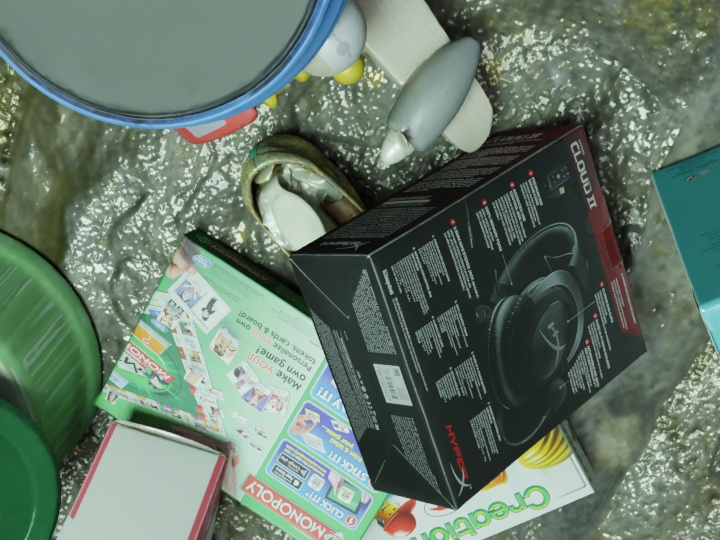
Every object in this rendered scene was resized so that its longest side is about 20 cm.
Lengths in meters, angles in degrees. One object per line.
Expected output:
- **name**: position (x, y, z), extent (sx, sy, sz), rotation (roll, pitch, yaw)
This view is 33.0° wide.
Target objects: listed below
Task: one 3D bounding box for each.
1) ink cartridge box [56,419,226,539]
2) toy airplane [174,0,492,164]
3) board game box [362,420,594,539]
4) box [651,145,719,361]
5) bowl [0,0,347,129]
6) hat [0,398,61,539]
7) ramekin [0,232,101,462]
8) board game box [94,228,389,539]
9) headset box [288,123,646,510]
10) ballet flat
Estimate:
- **ink cartridge box**: position (-0.153, 0.220, 0.790), extent (0.082, 0.148, 0.201), rotation (16, 136, 1)
- **toy airplane**: position (-0.012, -0.152, 0.653), extent (0.197, 0.142, 0.202), rotation (2, 121, -8)
- **board game box**: position (0.042, 0.130, 0.823), extent (0.198, 0.035, 0.127), rotation (-27, 107, 16)
- **box**: position (0.206, 0.004, 0.664), extent (0.049, 0.200, 0.083), rotation (-22, 109, 15)
- **bowl**: position (-0.098, -0.161, 0.559), extent (0.197, 0.039, 0.203), rotation (2, 114, 5)
- **hat**: position (-0.309, 0.120, 0.759), extent (0.198, 0.176, 0.168), rotation (-10, 114, -30)
- **ramekin**: position (-0.280, 0.078, 0.801), extent (0.197, 0.098, 0.203), rotation (2, 112, 5)
- **board game box**: position (-0.060, 0.084, 0.791), extent (0.199, 0.029, 0.136), rotation (33, 107, 4)
- **headset box**: position (0.074, 0.016, 0.698), extent (0.077, 0.199, 0.151), rotation (1, 117, 50)
- **ballet flat**: position (0.000, 0.000, 0.740), extent (0.071, 0.071, 0.200), rotation (-42, 92, 20)
